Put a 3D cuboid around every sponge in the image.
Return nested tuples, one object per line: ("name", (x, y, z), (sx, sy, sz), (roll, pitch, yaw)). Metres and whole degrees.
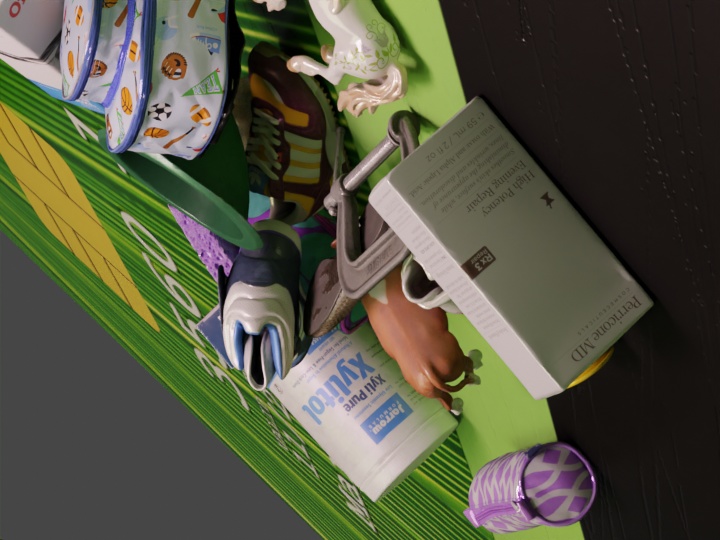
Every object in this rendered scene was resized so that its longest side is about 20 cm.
("sponge", (-0.152, -0.079, 1.802), (0.112, 0.030, 0.200), (59, -165, -28))

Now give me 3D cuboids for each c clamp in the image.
("c clamp", (0.008, -0.068, 1.441), (0.027, 0.172, 0.200), (9, 163, -21))

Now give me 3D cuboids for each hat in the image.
("hat", (-0.122, -0.144, 1.549), (0.199, 0.176, 0.166), (33, 169, 4))

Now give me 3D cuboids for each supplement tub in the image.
("supplement tub", (-0.006, 0.134, 1.903), (0.200, 0.132, 0.132), (46, 165, 10))

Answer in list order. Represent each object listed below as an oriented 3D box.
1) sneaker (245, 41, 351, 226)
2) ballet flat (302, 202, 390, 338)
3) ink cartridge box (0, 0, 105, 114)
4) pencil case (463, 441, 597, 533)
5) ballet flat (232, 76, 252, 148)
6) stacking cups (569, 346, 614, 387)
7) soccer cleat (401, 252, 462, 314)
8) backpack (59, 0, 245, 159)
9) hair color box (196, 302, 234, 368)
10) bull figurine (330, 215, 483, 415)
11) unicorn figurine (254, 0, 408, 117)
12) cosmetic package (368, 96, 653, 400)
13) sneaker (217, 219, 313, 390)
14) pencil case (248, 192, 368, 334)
("sneaker", (-0.070, -0.113, 1.566), (0.075, 0.090, 0.200), (36, 161, 37))
("ballet flat", (0.000, 0.000, 1.534), (0.200, 0.046, 0.068), (126, 146, -48))
("ink cartridge box", (-0.261, -0.243, 1.521), (0.084, 0.145, 0.200), (20, 171, 29))
("pencil case", (0.164, 0.216, 1.707), (0.084, 0.085, 0.200), (48, 166, 2))
("ballet flat", (-0.127, -0.143, 1.674), (0.067, 0.069, 0.200), (9, 168, -10))
("stacking cups", (0.116, -0.001, 1.366), (0.200, 0.060, 0.060), (53, 164, -11))
("soccer cleat", (0.064, 0.001, 1.471), (0.070, 0.086, 0.200), (46, 165, 13))
("backpack", (-0.162, -0.188, 1.410), (0.200, 0.153, 0.192), (126, 138, -69))
("hair color box", (-0.098, 0.033, 1.838), (0.061, 0.100, 0.200), (49, -170, 0))
("bull figurine", (0.046, 0.039, 1.592), (0.121, 0.065, 0.201), (34, -152, -53))
("unicorn figurine", (-0.027, -0.201, 1.301), (0.200, 0.074, 0.137), (41, 160, -27))
("cosmetic package", (0.108, -0.014, 1.283), (0.200, 0.102, 0.074), (48, 165, 1))
("sneaker", (-0.091, 0.067, 1.626), (0.080, 0.147, 0.201), (6, 138, 4))
("pencil case", (-0.049, -0.030, 1.721), (0.200, 0.085, 0.093), (42, 126, 29))
